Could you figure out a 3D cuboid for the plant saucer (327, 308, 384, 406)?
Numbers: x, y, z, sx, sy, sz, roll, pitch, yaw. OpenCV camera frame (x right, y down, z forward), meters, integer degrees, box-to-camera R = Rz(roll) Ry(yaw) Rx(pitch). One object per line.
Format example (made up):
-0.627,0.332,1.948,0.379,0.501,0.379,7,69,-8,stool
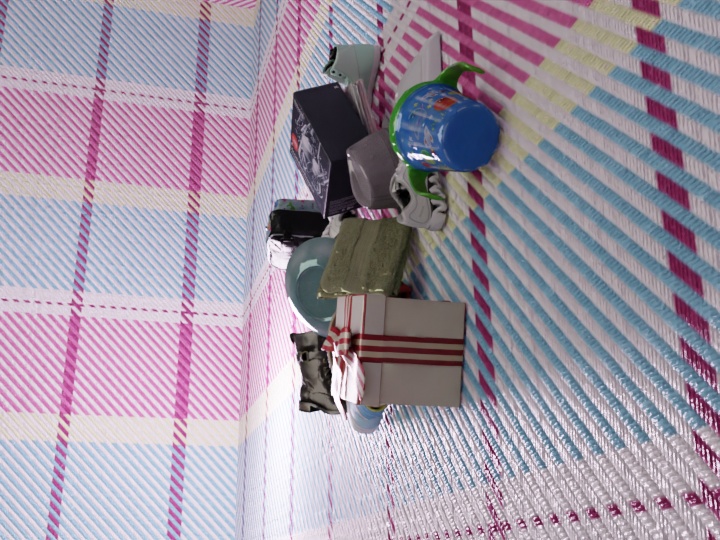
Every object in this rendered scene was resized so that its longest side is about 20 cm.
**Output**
0.022,0.134,1.480,0.200,0.029,0.201,1,91,41,plant saucer

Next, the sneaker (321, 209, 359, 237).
-0.034,-0.122,1.866,0.081,0.075,0.200,-52,24,36,sneaker

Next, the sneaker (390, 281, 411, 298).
0.053,0.113,1.504,0.085,0.077,0.201,10,100,61,sneaker

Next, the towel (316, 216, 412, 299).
0.012,-0.024,1.500,0.200,0.148,0.037,-72,-28,-42,towel

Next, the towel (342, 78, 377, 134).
-0.009,-0.282,1.798,0.191,0.032,0.201,168,86,-73,towel

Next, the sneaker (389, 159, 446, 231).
0.087,-0.160,1.415,0.075,0.081,0.201,118,148,-60,sneaker

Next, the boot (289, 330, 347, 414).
-0.064,0.197,1.718,0.200,0.069,0.175,-4,87,34,boot

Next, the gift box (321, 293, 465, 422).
0.045,0.134,1.303,0.185,0.186,0.201,153,122,-73,gift box

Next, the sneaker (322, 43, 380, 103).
-0.033,-0.404,1.889,0.074,0.118,0.201,-115,32,-58,sneaker

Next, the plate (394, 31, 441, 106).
0.098,-0.293,1.537,0.200,0.032,0.200,130,141,-66,plate

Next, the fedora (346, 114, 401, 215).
0.027,-0.183,1.565,0.177,0.090,0.200,89,165,-51,fedora

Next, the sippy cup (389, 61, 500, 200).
0.128,-0.199,1.234,0.130,0.139,0.178,36,145,61,sippy cup

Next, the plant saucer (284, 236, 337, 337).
-0.066,0.039,1.606,0.039,0.201,0.202,-31,-43,-58,plant saucer

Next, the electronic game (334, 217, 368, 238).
-0.036,-0.019,1.736,0.200,0.042,0.200,-51,-16,-21,electronic game

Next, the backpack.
-0.144,-0.079,2.092,0.200,0.177,0.151,100,171,-57,backpack

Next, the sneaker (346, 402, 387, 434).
0.007,0.193,1.609,0.131,0.079,0.200,116,139,-57,sneaker

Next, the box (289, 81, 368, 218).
-0.062,-0.248,1.766,0.182,0.104,0.200,102,146,-55,box
